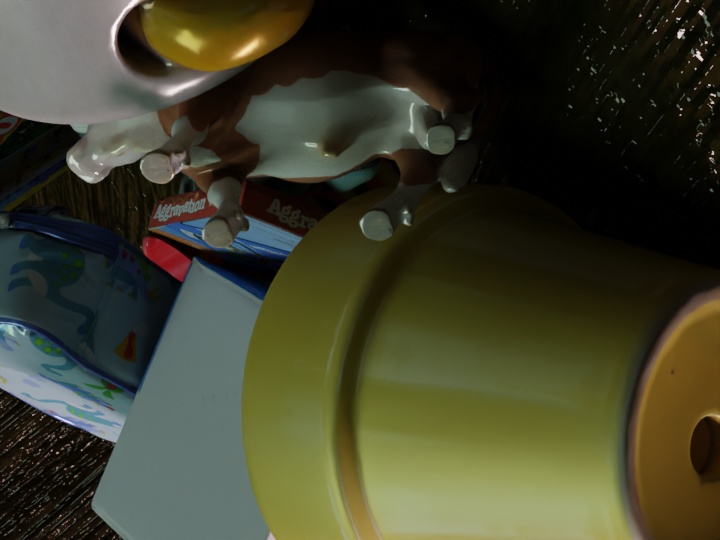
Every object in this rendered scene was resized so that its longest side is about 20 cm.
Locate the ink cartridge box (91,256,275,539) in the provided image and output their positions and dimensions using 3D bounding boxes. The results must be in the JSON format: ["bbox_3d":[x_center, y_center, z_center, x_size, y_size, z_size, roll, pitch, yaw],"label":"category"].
[{"bbox_3d":[-0.005,0.105,0.918,0.199,0.148,0.144,18,-174,-41],"label":"ink cartridge box"}]

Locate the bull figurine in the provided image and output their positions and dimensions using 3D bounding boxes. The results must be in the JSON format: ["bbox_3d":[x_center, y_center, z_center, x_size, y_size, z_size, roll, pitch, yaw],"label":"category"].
[{"bbox_3d":[-0.037,-0.063,0.748,0.122,0.199,0.065,-91,-9,-56],"label":"bull figurine"}]

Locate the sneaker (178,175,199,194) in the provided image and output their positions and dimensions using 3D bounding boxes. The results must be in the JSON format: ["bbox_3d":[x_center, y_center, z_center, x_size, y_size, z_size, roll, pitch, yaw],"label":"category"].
[{"bbox_3d":[-0.070,0.014,1.245,0.201,0.075,0.079,62,-176,-5],"label":"sneaker"}]

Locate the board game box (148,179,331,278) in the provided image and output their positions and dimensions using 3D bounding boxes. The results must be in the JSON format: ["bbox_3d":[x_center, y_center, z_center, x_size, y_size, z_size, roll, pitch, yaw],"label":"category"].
[{"bbox_3d":[0.000,0.000,0.896,0.199,0.020,0.103,22,164,-29],"label":"board game box"}]

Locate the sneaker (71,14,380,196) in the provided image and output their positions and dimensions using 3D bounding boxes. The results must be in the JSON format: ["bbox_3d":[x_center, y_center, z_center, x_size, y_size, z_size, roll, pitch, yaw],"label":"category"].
[{"bbox_3d":[-0.072,-0.067,0.882,0.199,0.078,0.087,0,123,45],"label":"sneaker"}]

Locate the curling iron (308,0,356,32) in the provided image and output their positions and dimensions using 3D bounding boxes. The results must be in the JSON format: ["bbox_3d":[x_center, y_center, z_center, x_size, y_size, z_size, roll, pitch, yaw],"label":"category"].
[{"bbox_3d":[-0.023,-0.129,0.858,0.200,0.026,0.050,52,167,-12],"label":"curling iron"}]

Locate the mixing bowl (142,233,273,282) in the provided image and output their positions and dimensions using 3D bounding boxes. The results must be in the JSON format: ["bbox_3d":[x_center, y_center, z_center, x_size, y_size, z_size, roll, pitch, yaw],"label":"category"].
[{"bbox_3d":[-0.034,0.023,1.098,0.200,0.108,0.200,44,163,17],"label":"mixing bowl"}]

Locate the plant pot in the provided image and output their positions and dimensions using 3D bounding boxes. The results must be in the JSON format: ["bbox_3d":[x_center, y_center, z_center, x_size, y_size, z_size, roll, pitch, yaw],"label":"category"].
[{"bbox_3d":[0.081,0.063,0.752,0.188,0.201,0.201,5,136,48],"label":"plant pot"}]

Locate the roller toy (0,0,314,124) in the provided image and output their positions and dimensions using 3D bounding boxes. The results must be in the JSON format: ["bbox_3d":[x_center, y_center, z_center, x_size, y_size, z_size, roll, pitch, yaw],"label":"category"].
[{"bbox_3d":[-0.107,-0.157,0.727,0.199,0.183,0.140,-3,138,17],"label":"roller toy"}]

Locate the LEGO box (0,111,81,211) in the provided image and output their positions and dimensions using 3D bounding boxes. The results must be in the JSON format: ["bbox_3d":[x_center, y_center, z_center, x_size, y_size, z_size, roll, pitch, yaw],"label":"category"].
[{"bbox_3d":[-0.181,-0.119,0.990,0.077,0.200,0.149,50,165,9],"label":"LEGO box"}]

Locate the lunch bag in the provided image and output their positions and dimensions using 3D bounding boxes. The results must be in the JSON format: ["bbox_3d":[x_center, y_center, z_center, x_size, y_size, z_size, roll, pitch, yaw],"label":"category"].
[{"bbox_3d":[-0.159,0.037,0.977,0.160,0.083,0.200,0,154,41],"label":"lunch bag"}]

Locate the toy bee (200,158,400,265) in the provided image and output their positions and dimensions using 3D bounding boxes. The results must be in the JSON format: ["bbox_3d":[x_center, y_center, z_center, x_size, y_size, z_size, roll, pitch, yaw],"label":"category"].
[{"bbox_3d":[-0.039,-0.037,0.974,0.131,0.109,0.200,48,165,-4],"label":"toy bee"}]
